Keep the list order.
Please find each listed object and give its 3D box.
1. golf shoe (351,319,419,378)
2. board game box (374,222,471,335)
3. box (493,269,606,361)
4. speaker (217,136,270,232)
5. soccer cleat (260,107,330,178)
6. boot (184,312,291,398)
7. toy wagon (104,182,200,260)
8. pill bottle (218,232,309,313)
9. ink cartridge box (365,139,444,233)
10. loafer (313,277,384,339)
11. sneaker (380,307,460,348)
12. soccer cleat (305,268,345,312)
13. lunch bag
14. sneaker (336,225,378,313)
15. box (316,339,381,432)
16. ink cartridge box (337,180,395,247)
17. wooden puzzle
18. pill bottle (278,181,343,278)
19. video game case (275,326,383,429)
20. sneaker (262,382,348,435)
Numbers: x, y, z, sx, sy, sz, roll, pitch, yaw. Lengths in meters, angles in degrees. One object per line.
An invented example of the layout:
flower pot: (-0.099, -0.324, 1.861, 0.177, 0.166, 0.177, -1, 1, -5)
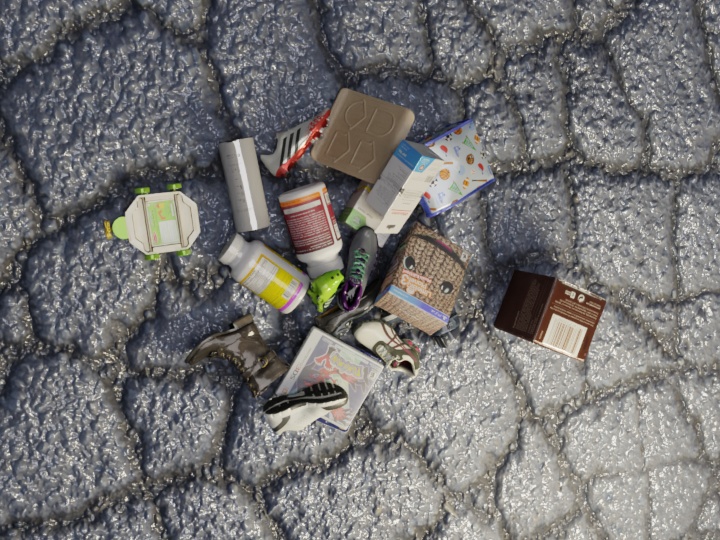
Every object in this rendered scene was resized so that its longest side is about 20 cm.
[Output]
golf shoe: (0.067, 0.186, 1.637, 0.198, 0.089, 0.077, 29, 120, -23)
board game box: (0.148, 0.019, 1.606, 0.158, 0.097, 0.202, 28, 63, -9)
box: (0.475, 0.110, 1.722, 0.164, 0.200, 0.166, 21, 89, -19)
speaker: (-0.257, -0.188, 1.507, 0.080, 0.081, 0.203, -14, 100, -16)
soccer cleat: (-0.144, -0.301, 1.539, 0.085, 0.069, 0.201, 38, 85, 1)
boot: (-0.276, 0.211, 1.534, 0.198, 0.069, 0.176, -31, 91, -14)
toy wagon: (-0.451, -0.103, 1.474, 0.197, 0.040, 0.158, -9, 99, -17)
pill bottle: (-0.218, 0.002, 1.529, 0.199, 0.104, 0.105, 37, 84, -18)
ink cartridge box: (0.088, -0.182, 1.509, 0.115, 0.068, 0.201, -4, 131, -57)
loafer: (-0.023, 0.082, 1.622, 0.200, 0.073, 0.072, -43, 104, -10)
sneaker: (0.157, 0.135, 1.684, 0.200, 0.077, 0.148, -19, 99, -17)
soccer cleat: (-0.075, 0.044, 1.534, 0.080, 0.200, 0.068, -32, 85, -13)
lunch bag: (0.196, -0.243, 1.625, 0.199, 0.123, 0.172, -34, 105, -28)
sneaker: (0.000, 0.000, 1.546, 0.073, 0.088, 0.203, 13, 94, -6)
box: (-0.043, 0.281, 1.657, 0.120, 0.032, 0.202, 26, 88, -19)
ink cartridge box: (0.049, -0.171, 1.617, 0.116, 0.067, 0.202, 32, 86, -19)
wooden puzzle: (0.006, -0.305, 1.562, 0.198, 0.046, 0.187, 25, 88, 23)
pill bottle: (-0.107, -0.091, 1.551, 0.112, 0.113, 0.203, -20, 102, -15)
video game case: (-0.072, 0.256, 1.604, 0.198, 0.023, 0.184, 30, 96, -15)
sneaker: (-0.122, 0.320, 1.572, 0.197, 0.074, 0.081, -13, 118, -1)
